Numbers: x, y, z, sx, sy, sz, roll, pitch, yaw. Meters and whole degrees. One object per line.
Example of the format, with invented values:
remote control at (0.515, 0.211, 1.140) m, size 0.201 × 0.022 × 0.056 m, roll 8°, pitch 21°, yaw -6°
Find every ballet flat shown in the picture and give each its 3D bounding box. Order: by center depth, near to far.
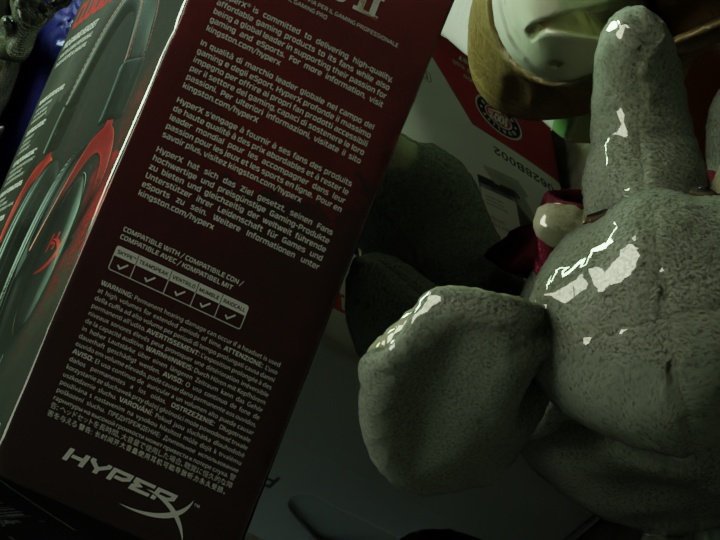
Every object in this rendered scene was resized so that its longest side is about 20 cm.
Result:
ballet flat at (0.092, -0.092, 0.870) m, size 0.200 × 0.072 × 0.068 m, roll -17°, pitch 88°, yaw 40°

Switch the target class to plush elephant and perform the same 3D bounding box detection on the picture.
plush elephant at (0.077, 0.005, 0.797) m, size 0.155 × 0.164 × 0.200 m, roll 89°, pitch 175°, yaw -64°

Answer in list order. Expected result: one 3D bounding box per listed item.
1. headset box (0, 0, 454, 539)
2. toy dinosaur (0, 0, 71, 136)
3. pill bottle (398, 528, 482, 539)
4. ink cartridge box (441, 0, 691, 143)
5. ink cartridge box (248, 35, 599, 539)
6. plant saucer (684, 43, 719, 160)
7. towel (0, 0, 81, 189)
headset box at (-0.056, -0.016, 0.846) m, size 0.200 × 0.075 × 0.149 m, roll -68°, pitch 18°, yaw -13°
toy dinosaur at (-0.134, -0.061, 0.993) m, size 0.088 × 0.047 × 0.200 m, roll 162°, pitch 116°, yaw -68°
pill bottle at (0.000, 0.184, 0.876) m, size 0.200 × 0.112 × 0.112 m, roll -53°, pitch 31°, yaw 12°
ink cartridge box at (0.052, -0.152, 0.996) m, size 0.200 × 0.048 × 0.146 m, roll 44°, pitch 123°, yaw 43°
ink cartridge box at (0.000, 0.000, 0.997) m, size 0.083 × 0.147 × 0.200 m, roll -41°, pitch 36°, yaw 30°
plant saucer at (0.150, -0.025, 0.912) m, size 0.200 × 0.032 × 0.201 m, roll -34°, pitch 40°, yaw 35°
towel at (-0.129, -0.030, 1.060) m, size 0.148 × 0.049 × 0.200 m, roll 25°, pitch 100°, yaw 55°
